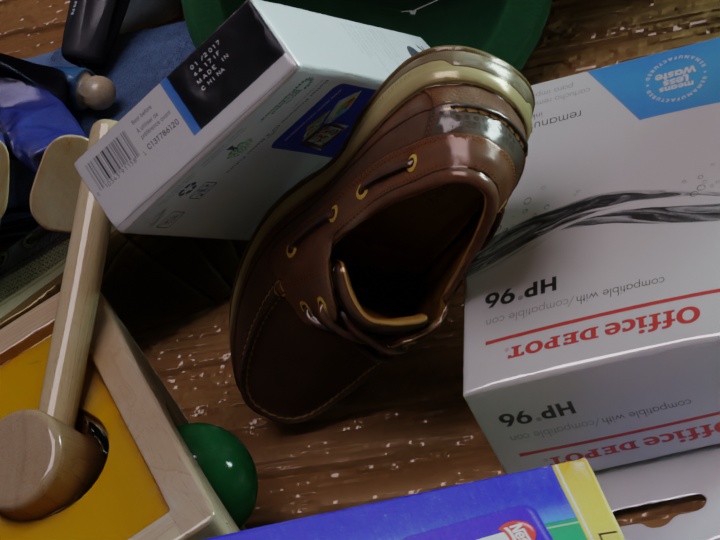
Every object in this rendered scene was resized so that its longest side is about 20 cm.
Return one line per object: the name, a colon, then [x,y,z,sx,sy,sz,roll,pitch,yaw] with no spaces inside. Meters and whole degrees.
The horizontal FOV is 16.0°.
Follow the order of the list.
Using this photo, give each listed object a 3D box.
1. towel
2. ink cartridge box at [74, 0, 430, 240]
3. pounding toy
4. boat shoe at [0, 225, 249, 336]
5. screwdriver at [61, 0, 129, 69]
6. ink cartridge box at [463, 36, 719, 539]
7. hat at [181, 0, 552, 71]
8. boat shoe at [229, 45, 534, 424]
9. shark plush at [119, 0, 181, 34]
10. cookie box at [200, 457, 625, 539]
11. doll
towel: [-0.147,-0.060,1.220,0.199,0.049,0.112,-9,46,23]
ink cartridge box: [-0.023,-0.055,1.029,0.099,0.200,0.039,-42,72,18]
pounding toy: [-0.122,0.085,0.998,0.199,0.143,0.184,-32,43,-2]
boat shoe: [-0.114,-0.006,1.131,0.199,0.073,0.065,-31,47,-1]
screwdriver: [-0.105,-0.192,1.207,0.028,0.029,0.202,15,85,-2]
ink cartridge box: [0.104,0.012,0.996,0.115,0.068,0.201,-14,45,18]
hat: [0.023,-0.165,1.211,0.200,0.166,0.176,-38,7,17]
boat shoe: [0.001,0.000,0.997,0.200,0.072,0.068,-53,22,41]
shark plush: [-0.065,-0.166,1.249,0.198,0.083,0.092,8,72,16]
cookie box: [0.009,0.162,0.855,0.198,0.076,0.172,-10,41,-12]
doll: [-0.174,-0.073,1.143,0.135,0.049,0.200,1,21,-18]
